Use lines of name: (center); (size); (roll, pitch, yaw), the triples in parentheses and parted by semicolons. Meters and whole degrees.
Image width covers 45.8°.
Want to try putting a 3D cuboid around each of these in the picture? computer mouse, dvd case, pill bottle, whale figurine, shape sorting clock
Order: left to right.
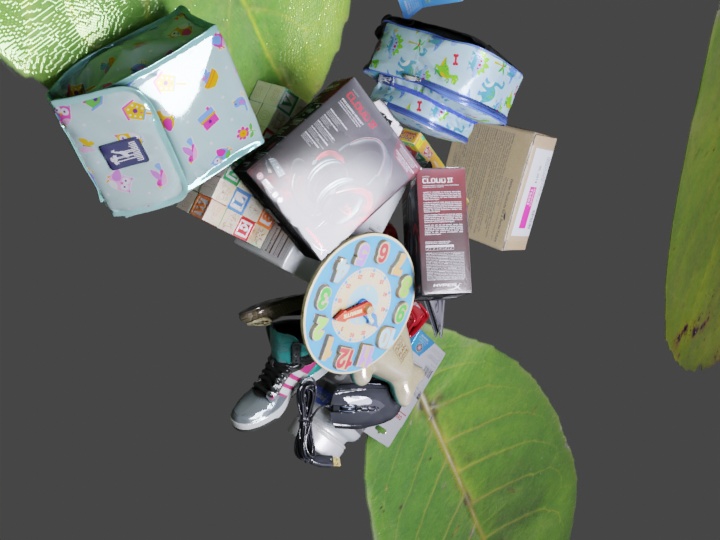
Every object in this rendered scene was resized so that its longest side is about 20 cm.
pill bottle: (-0.025, 0.206, 1.389); (0.200, 0.114, 0.114); (-54, 140, -14)
computer mouse: (-0.010, 0.236, 1.307); (0.200, 0.046, 0.141); (5, 95, -34)
shape sorting clock: (0.002, 0.046, 1.148); (0.200, 0.039, 0.201); (-21, 124, -34)
whale figurine: (0.019, 0.116, 1.295); (0.200, 0.104, 0.159); (55, 47, -25)
dvd case: (0.120, -0.004, 1.457); (0.149, 0.016, 0.200); (-80, 158, -45)

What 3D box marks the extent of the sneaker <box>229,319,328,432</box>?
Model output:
sneaker: (-0.123, 0.141, 1.269); (0.200, 0.084, 0.121); (-40, 136, -32)

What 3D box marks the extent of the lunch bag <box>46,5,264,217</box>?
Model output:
lunch bag: (-0.232, -0.172, 0.961); (0.200, 0.122, 0.171); (-37, 136, -19)

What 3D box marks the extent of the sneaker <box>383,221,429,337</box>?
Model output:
sneaker: (0.070, 0.022, 1.399); (0.078, 0.115, 0.200); (-30, 129, -36)

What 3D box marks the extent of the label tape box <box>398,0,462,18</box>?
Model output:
label tape box: (0.130, -0.478, 1.252); (0.200, 0.063, 0.144); (-48, 137, -21)

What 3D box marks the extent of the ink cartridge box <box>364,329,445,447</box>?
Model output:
ink cartridge box: (0.055, 0.199, 1.512); (0.200, 0.068, 0.116); (-58, 140, -10)

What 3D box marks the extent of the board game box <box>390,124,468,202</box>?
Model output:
board game box: (0.096, -0.163, 1.350); (0.030, 0.095, 0.200); (-60, 141, -9)

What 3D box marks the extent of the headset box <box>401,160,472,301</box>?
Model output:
headset box: (0.108, -0.059, 1.251); (0.075, 0.149, 0.201); (-2, 85, -6)

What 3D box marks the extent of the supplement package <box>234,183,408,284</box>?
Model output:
supplement package: (-0.053, -0.083, 1.211); (0.156, 0.111, 0.200); (32, 85, -51)

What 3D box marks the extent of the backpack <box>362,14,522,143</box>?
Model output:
backpack: (0.124, -0.269, 1.245); (0.183, 0.200, 0.147); (10, 101, -51)

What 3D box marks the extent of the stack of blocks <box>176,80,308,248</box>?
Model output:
stack of blocks: (-0.142, -0.144, 1.121); (0.115, 0.059, 0.200); (29, 87, -51)

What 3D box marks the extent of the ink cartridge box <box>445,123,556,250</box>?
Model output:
ink cartridge box: (0.223, -0.151, 1.445); (0.075, 0.165, 0.201); (0, 110, -48)

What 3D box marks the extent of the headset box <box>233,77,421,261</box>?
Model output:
headset box: (-0.033, -0.134, 1.072); (0.200, 0.075, 0.149); (-43, 110, -12)

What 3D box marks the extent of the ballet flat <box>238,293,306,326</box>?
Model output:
ballet flat: (-0.098, 0.059, 1.270); (0.200, 0.067, 0.046); (-11, 91, -50)
